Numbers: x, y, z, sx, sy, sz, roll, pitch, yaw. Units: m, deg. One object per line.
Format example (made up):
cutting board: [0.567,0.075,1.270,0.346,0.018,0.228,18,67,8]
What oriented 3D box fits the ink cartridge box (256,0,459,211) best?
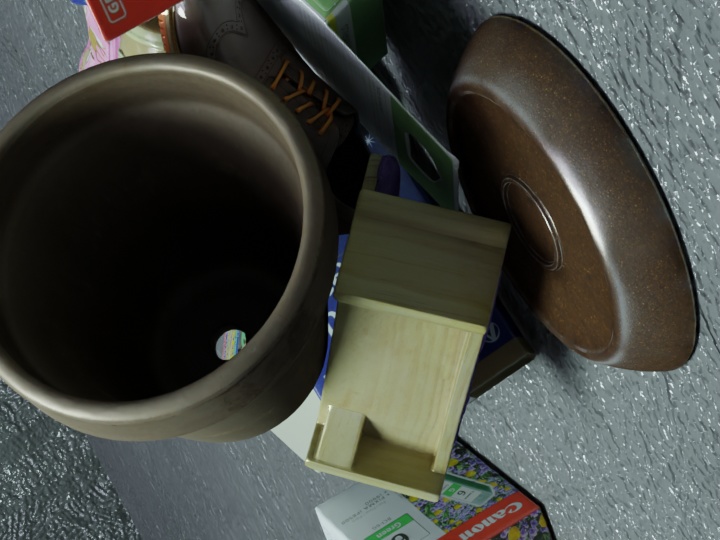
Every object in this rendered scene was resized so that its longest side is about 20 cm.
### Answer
ink cartridge box: [-0.003,-0.124,1.339,0.200,0.048,0.146,43,173,10]

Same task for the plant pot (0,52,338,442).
plant pot: [-0.090,0.011,1.316,0.201,0.200,0.175,53,180,28]

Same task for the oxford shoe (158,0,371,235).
oxford shoe: [-0.041,-0.097,1.341,0.073,0.072,0.200,6,145,37]

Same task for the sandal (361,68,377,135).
sandal: [-0.081,-0.073,1.474,0.043,0.200,0.076,33,-151,-54]

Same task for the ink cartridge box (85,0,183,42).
ink cartridge box: [-0.085,-0.236,1.208,0.043,0.173,0.201,11,129,61]

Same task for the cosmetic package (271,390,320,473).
cosmetic package: [-0.004,0.058,1.598,0.073,0.104,0.200,43,165,3]

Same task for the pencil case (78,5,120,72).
pencil case: [-0.161,-0.181,1.753,0.087,0.082,0.200,58,164,17]

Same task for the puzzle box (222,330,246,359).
puzzle box: [-0.060,-0.034,1.580,0.133,0.025,0.201,127,149,-74]

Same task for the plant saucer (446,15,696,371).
plant saucer: [0.097,-0.031,1.256,0.201,0.034,0.201,56,164,24]

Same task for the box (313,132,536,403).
box: [0.000,0.000,1.469,0.201,0.121,0.032,58,-168,14]

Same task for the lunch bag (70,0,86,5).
lunch bag: [-0.139,-0.219,1.520,0.200,0.128,0.170,37,177,-13]

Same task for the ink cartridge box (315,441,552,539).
ink cartridge box: [0.063,0.183,1.611,0.200,0.109,0.051,35,151,59]

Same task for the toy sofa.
toy sofa: [0.026,0.032,1.344,0.082,0.098,0.200,14,146,3]

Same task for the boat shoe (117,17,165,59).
boat shoe: [-0.105,-0.117,1.440,0.200,0.073,0.063,-123,40,-85]
